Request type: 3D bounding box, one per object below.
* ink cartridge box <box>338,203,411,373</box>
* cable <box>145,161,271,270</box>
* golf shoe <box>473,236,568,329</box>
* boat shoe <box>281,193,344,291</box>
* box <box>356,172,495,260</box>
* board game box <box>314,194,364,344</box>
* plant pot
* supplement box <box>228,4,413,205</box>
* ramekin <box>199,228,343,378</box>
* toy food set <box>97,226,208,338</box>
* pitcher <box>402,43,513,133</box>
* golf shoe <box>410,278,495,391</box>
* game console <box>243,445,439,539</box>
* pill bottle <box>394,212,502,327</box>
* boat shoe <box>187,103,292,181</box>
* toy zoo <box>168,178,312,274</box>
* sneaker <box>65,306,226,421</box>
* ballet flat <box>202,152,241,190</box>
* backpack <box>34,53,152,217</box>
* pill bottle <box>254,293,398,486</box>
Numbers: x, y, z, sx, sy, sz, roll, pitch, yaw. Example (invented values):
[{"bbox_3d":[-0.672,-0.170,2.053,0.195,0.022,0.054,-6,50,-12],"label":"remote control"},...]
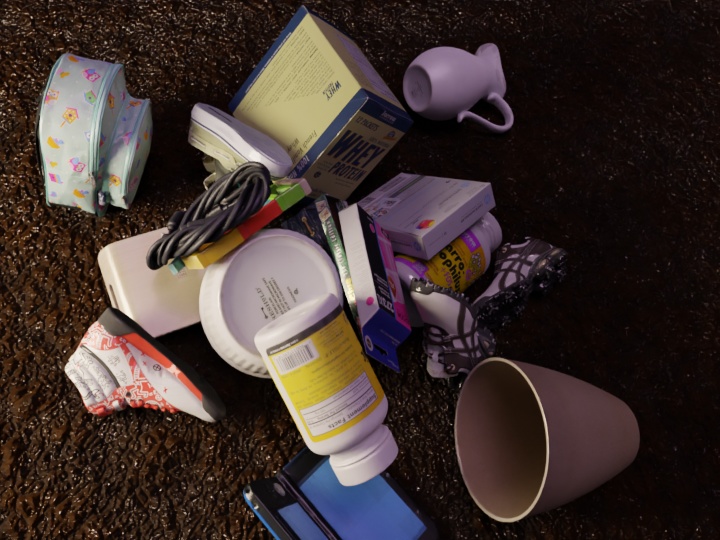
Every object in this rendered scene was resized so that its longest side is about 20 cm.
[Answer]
[{"bbox_3d":[0.021,0.021,0.836,0.036,0.094,0.205,-22,59,21],"label":"ink cartridge box"},{"bbox_3d":[-0.193,-0.071,0.822,0.051,0.196,0.164,57,36,-18],"label":"cable"},{"bbox_3d":[0.227,0.015,1.004,0.197,0.079,0.094,-29,50,-27],"label":"golf shoe"},{"bbox_3d":[-0.041,-0.003,0.962,0.089,0.071,0.204,-28,81,10],"label":"boat shoe"},{"bbox_3d":[0.080,-0.089,0.979,0.155,0.042,0.198,-37,30,-27],"label":"box"},{"bbox_3d":[0.000,0.000,0.881,0.023,0.104,0.205,-24,75,20],"label":"board game box"},{"bbox_3d":[0.251,0.211,0.829,0.195,0.188,0.192,5,56,-24],"label":"plant pot"},{"bbox_3d":[-0.063,-0.240,0.998,0.133,0.200,0.202,6,45,-56],"label":"supplement box"},{"bbox_3d":[-0.110,0.039,0.855,0.196,0.094,0.209,2,83,-15],"label":"ramekin"},{"bbox_3d":[-0.251,0.015,0.916,0.195,0.061,0.147,-19,75,-20],"label":"toy food set"},{"bbox_3d":[0.184,-0.319,1.177,0.196,0.121,0.175,-18,78,-33],"label":"pitcher"},{"bbox_3d":[0.114,0.090,0.857,0.077,0.200,0.096,16,67,46],"label":"golf shoe"},{"bbox_3d":[-0.015,0.284,0.757,0.200,0.171,0.119,43,87,17],"label":"game console"},{"bbox_3d":[0.124,-0.013,0.971,0.104,0.105,0.199,43,60,17],"label":"pill bottle"},{"bbox_3d":[-0.177,-0.176,0.950,0.198,0.063,0.071,36,26,28],"label":"boat shoe"},{"bbox_3d":[-0.164,-0.057,0.854,0.198,0.131,0.021,-38,109,-15],"label":"toy zoo"},{"bbox_3d":[-0.273,0.151,0.821,0.201,0.067,0.109,41,86,-7],"label":"sneaker"},{"bbox_3d":[-0.219,-0.163,1.020,0.062,0.068,0.204,-21,55,5],"label":"ballet flat"},{"bbox_3d":[-0.378,-0.195,0.928,0.149,0.202,0.180,8,56,-6],"label":"backpack"},{"bbox_3d":[-0.034,0.140,0.761,0.110,0.111,0.204,-29,97,-26],"label":"pill bottle"}]
